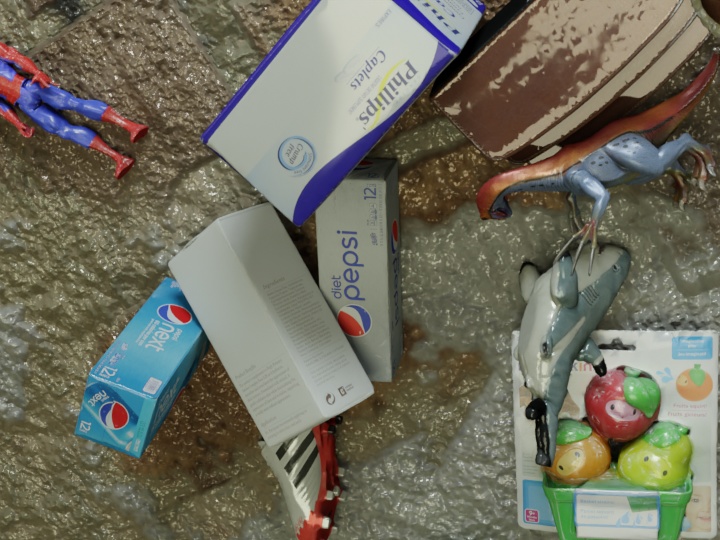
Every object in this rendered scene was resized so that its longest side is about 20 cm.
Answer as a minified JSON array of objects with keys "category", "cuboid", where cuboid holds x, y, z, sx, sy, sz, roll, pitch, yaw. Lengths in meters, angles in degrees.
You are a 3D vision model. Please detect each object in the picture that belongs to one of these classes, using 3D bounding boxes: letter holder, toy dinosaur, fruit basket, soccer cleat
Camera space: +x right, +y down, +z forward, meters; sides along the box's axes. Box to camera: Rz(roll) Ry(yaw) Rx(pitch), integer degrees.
[{"category":"letter holder","cuboid":[0.178,-0.168,0.912,0.142,0.101,0.200,44,114,-11]},{"category":"toy dinosaur","cuboid":[0.191,-0.087,0.944,0.180,0.105,0.201,9,83,-4]},{"category":"fruit basket","cuboid":[0.233,0.153,1.034,0.184,0.094,0.201,0,110,13]},{"category":"soccer cleat","cuboid":[-0.062,0.196,1.139,0.085,0.069,0.201,7,111,19]}]

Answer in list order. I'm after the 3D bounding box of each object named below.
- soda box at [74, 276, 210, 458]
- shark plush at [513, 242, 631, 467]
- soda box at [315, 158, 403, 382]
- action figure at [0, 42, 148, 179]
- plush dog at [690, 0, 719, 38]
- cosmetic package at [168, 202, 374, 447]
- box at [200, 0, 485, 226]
[{"category":"soda box","cuboid":[-0.190,0.084,1.039,0.064,0.200,0.068,21,116,2]},{"category":"shark plush","cuboid":[0.184,0.068,0.981,0.083,0.201,0.091,16,158,-14]},{"category":"soda box","cuboid":[0.000,0.000,1.039,0.068,0.063,0.201,2,113,13]},{"category":"action figure","cuboid":[-0.298,-0.158,1.046,0.199,0.052,0.066,29,119,1]},{"category":"plush dog","cuboid":[0.363,-0.238,0.840,0.200,0.161,0.172,-29,123,37]},{"category":"cosmetic package","cuboid":[-0.083,0.050,1.029,0.102,0.074,0.201,-32,84,46]},{"category":"box","cuboid":[-0.008,-0.159,0.897,0.105,0.200,0.184,41,115,-6]}]
